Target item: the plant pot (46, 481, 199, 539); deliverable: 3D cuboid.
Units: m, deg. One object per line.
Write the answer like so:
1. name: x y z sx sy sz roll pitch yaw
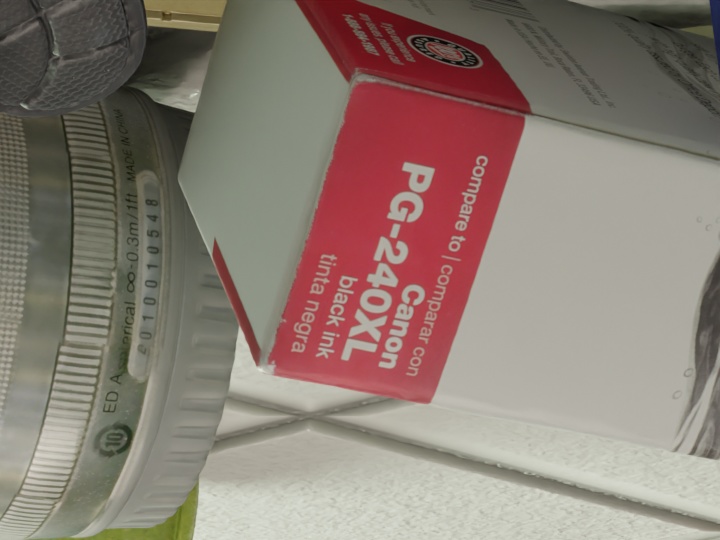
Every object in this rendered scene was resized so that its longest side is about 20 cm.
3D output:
1. plant pot: -0.201 0.179 1.416 0.183 0.202 0.200 15 160 -8

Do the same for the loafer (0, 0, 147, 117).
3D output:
1. loafer: -0.117 -0.109 0.638 0.072 0.063 0.200 -28 144 16

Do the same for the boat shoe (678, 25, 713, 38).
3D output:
1. boat shoe: 0.048 -0.043 0.865 0.200 0.074 0.063 0 160 -5

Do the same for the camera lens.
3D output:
1. camera lens: -0.156 0.005 0.870 0.199 0.161 0.160 7 161 -23

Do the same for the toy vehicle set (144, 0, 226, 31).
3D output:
1. toy vehicle set: -0.048 -0.116 0.711 0.123 0.027 0.200 4 162 -14

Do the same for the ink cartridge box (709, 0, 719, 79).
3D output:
1. ink cartridge box: 0.112 -0.114 0.567 0.042 0.120 0.200 0 163 -13

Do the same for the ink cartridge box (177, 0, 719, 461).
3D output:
1. ink cartridge box: 0.065 -0.016 0.704 0.199 0.084 0.145 13 -162 -17
